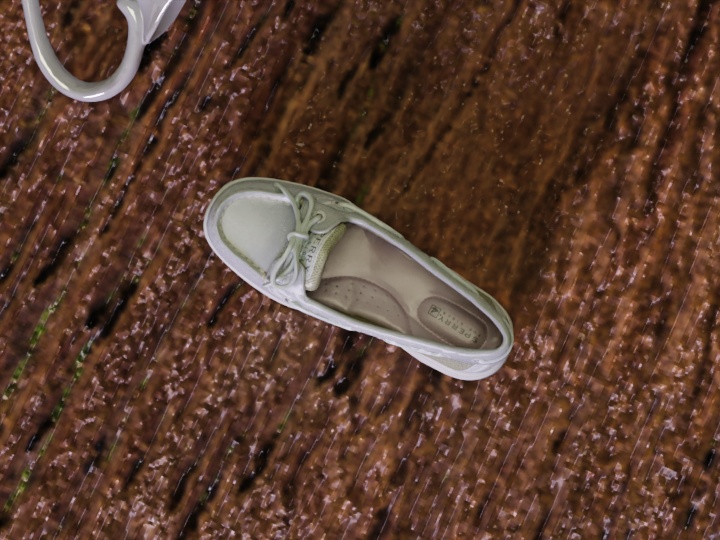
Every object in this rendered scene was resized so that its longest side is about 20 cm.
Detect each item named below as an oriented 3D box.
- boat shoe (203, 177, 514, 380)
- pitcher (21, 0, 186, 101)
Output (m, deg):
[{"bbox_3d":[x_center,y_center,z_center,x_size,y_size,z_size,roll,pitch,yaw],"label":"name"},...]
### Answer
[{"bbox_3d":[0.000,0.002,1.188,0.202,0.065,0.075,30,83,4],"label":"boat shoe"},{"bbox_3d":[-0.173,-0.217,1.200,0.200,0.121,0.172,44,100,-6],"label":"pitcher"}]
